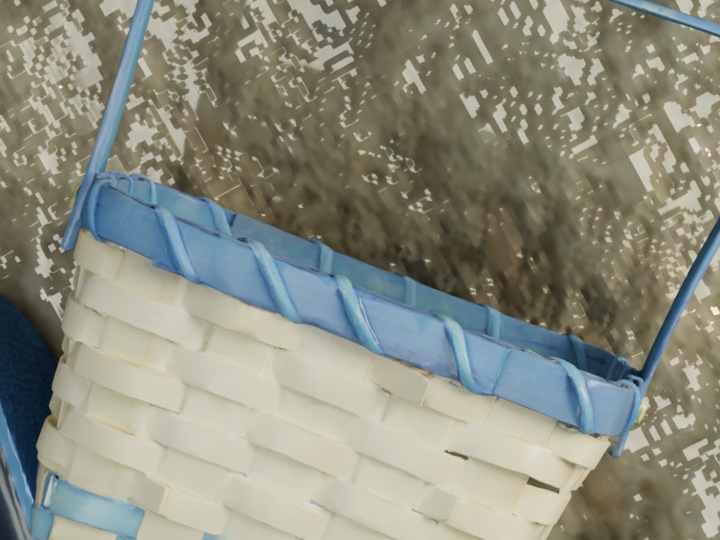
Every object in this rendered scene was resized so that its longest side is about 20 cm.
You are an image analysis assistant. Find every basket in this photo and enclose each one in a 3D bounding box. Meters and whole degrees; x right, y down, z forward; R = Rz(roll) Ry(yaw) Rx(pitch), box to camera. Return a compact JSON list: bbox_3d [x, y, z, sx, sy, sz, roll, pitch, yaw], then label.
[{"bbox_3d":[0.000,0.000,0.766,0.176,0.139,0.201,24,97,0],"label":"basket"}]

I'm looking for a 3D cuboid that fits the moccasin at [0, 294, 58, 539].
[{"bbox_3d":[-0.100,0.108,0.835,0.068,0.080,0.201,-16,97,16],"label":"moccasin"}]
